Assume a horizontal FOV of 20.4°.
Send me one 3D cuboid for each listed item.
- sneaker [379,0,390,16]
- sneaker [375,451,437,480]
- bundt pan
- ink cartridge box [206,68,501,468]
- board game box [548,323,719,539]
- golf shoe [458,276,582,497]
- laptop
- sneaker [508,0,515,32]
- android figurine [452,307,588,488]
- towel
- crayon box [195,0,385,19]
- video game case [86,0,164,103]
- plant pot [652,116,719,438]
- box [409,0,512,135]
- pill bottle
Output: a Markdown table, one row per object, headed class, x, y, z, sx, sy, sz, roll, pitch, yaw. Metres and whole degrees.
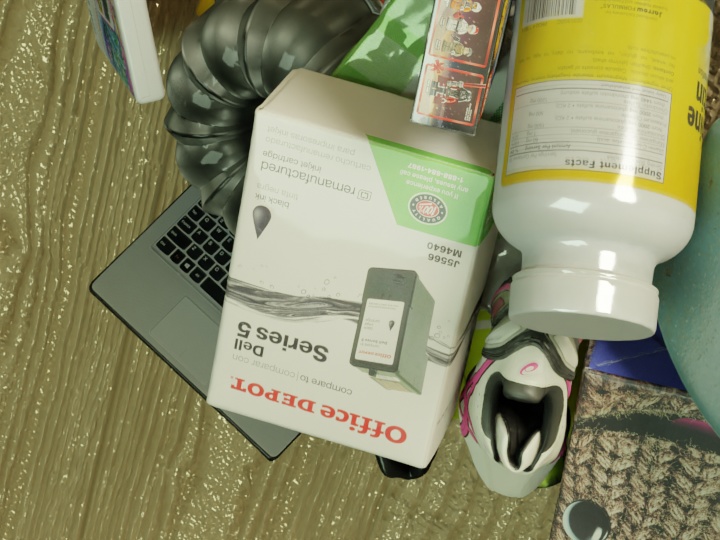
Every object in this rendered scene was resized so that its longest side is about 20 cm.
| class | x | y | z | sx | sy | sz | roll | pitch | yaw |
| --- | --- | --- | --- | --- | --- | --- | --- | --- | --- |
| sneaker | 0.087 | -0.103 | 1.257 | 0.073 | 0.071 | 0.200 | -37 | 102 | 20 |
| sneaker | 0.023 | 0.056 | 1.300 | 0.075 | 0.088 | 0.201 | -6 | 135 | 14 |
| bundt pan | -0.047 | -0.093 | 1.310 | 0.201 | 0.076 | 0.203 | 16 | 123 | 27 |
| ink cartridge box | 0.000 | 0.000 | 1.199 | 0.145 | 0.084 | 0.201 | 16 | 117 | 9 |
| board game box | 0.206 | 0.137 | 1.269 | 0.159 | 0.097 | 0.201 | 12 | 121 | 9 |
| golf shoe | 0.092 | 0.092 | 1.238 | 0.072 | 0.092 | 0.200 | 13 | 144 | 9 |
| laptop | -0.061 | -0.011 | 1.405 | 0.187 | 0.200 | 0.116 | 42 | 165 | 11 |
| sneaker | 0.101 | -0.226 | 1.206 | 0.088 | 0.080 | 0.201 | -23 | 103 | 34 |
| android figurine | 0.122 | 0.053 | 1.354 | 0.181 | 0.041 | 0.201 | -6 | 111 | 38 |
| towel | 0.071 | -0.072 | 1.222 | 0.200 | 0.031 | 0.149 | 38 | 111 | -6 |
| crayon box | -0.027 | -0.181 | 1.332 | 0.200 | 0.051 | 0.127 | 41 | 131 | 12 |
| video game case | -0.176 | -0.230 | 1.359 | 0.182 | 0.024 | 0.201 | -131 | 29 | -66 |
| plant pot | 0.279 | 0.003 | 1.124 | 0.200 | 0.196 | 0.196 | 42 | 132 | 29 |
| box | 0.071 | -0.188 | 1.089 | 0.040 | 0.137 | 0.201 | 13 | 110 | 4 |
| pill bottle | 0.131 | -0.068 | 1.100 | 0.112 | 0.112 | 0.201 | 0 | 77 | 36 |
